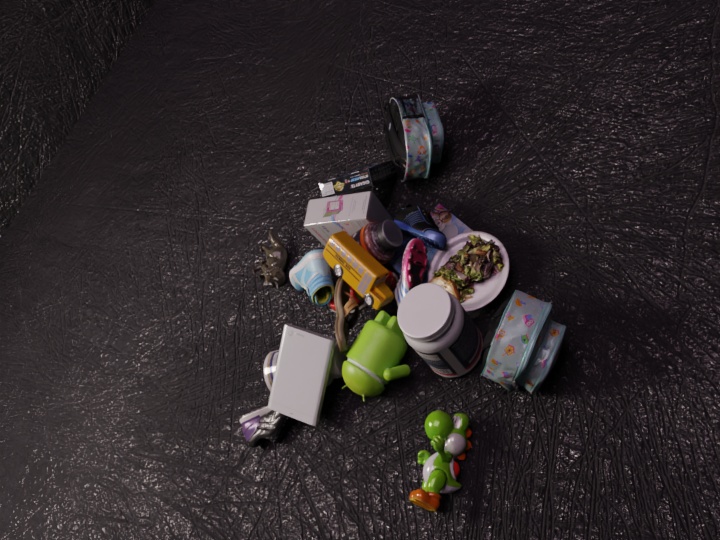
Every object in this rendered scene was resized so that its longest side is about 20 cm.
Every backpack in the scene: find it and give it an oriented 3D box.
[{"bbox_3d":[0.142,-0.343,1.759,0.146,0.180,0.204,-3,54,-6],"label":"backpack"},{"bbox_3d":[0.322,0.142,1.320,0.151,0.201,0.178,24,72,23],"label":"backpack"}]

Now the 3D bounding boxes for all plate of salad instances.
[{"bbox_3d":[0.242,-0.004,1.513,0.195,0.048,0.205,-14,58,23],"label":"plate of salad"}]

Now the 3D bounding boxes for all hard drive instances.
[{"bbox_3d":[-0.137,0.241,1.536,0.129,0.026,0.206,15,98,19],"label":"hard drive"}]

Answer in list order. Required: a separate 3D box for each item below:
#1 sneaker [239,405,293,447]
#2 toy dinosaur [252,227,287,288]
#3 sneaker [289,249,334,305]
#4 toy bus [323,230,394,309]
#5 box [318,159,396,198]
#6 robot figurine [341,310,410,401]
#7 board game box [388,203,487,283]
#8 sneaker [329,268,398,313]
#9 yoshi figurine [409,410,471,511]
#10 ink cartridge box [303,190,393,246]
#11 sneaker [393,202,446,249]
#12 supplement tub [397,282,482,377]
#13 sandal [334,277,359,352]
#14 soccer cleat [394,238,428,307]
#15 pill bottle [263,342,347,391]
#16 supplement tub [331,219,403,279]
[{"bbox_3d":[-0.195,0.367,1.608,0.197,0.075,0.089,-27,70,15],"label":"sneaker"},{"bbox_3d":[-0.246,-0.024,1.888,0.099,0.078,0.204,0,56,18],"label":"toy dinosaur"},{"bbox_3d":[-0.128,0.043,1.721,0.200,0.077,0.134,131,129,-59],"label":"sneaker"},{"bbox_3d":[0.000,0.000,1.578,0.199,0.064,0.079,43,123,21],"label":"toy bus"},{"bbox_3d":[-0.004,-0.251,1.800,0.155,0.047,0.200,-12,11,26],"label":"box"},{"bbox_3d":[0.032,0.199,1.524,0.173,0.116,0.203,20,73,46],"label":"robot figurine"},{"bbox_3d":[0.188,-0.038,1.624,0.200,0.043,0.199,-46,49,0],"label":"board game box"},{"bbox_3d":[0.000,0.042,1.665,0.196,0.085,0.079,-23,50,18],"label":"sneaker"},{"bbox_3d":[0.150,0.373,1.346,0.111,0.112,0.203,8,63,43],"label":"yoshi figurine"},{"bbox_3d":[-0.031,-0.128,1.754,0.195,0.144,0.087,-3,62,30],"label":"ink cartridge box"},{"bbox_3d":[0.150,-0.114,1.614,0.079,0.070,0.199,-57,38,-4],"label":"sneaker"},{"bbox_3d":[0.172,0.130,1.421,0.137,0.200,0.143,-16,53,22],"label":"supplement tub"},{"bbox_3d":[-0.029,0.104,1.571,0.052,0.081,0.203,-9,46,9],"label":"sandal"},{"bbox_3d":[0.110,0.028,1.560,0.085,0.068,0.206,-7,77,54],"label":"soccer cleat"},{"bbox_3d":[-0.128,0.234,1.607,0.195,0.111,0.114,-16,53,24],"label":"pill bottle"},{"bbox_3d":[0.018,-0.052,1.660,0.198,0.105,0.109,-32,44,41],"label":"supplement tub"}]
